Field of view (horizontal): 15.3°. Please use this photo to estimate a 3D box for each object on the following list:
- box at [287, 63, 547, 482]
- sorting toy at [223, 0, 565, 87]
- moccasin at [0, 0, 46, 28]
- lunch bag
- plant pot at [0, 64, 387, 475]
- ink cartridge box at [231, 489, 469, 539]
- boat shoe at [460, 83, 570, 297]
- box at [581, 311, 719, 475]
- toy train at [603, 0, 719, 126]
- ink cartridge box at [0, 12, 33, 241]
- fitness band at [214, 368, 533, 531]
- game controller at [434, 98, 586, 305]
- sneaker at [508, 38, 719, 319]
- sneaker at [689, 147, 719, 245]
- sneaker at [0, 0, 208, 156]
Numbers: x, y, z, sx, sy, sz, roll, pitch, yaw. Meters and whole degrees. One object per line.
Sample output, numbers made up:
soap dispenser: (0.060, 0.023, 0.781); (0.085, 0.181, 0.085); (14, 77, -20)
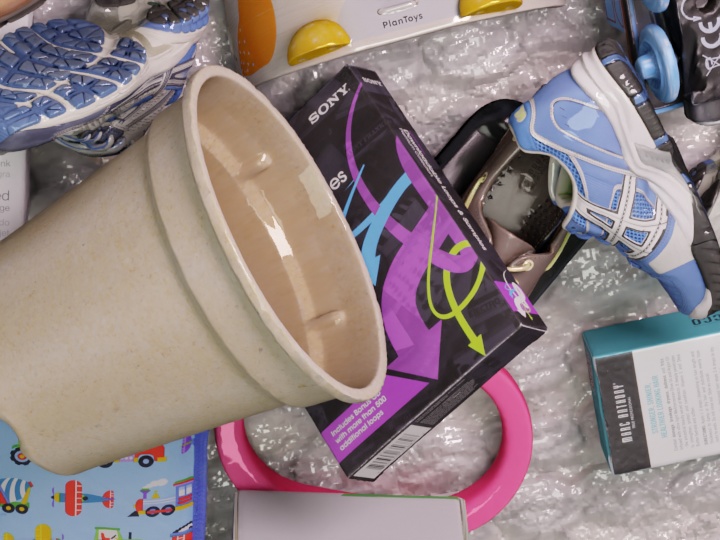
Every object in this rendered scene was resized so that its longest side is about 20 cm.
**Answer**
box: (0.000, 0.000, 1.556); (0.143, 0.036, 0.200); (-43, 63, 20)
sorting toy: (0.003, -0.216, 1.537); (0.199, 0.107, 0.181); (-15, 91, 1)
moccasin: (-0.242, -0.164, 1.453); (0.201, 0.074, 0.078); (-13, 117, 9)
lunch bag: (-0.171, 0.144, 1.641); (0.150, 0.094, 0.201); (2, 117, -5)
plant pot: (-0.113, 0.018, 1.471); (0.183, 0.201, 0.201); (-27, 110, 17)
ink cartridge box: (-0.011, 0.243, 1.673); (0.145, 0.084, 0.201); (1, 120, -3)
boat shoe: (0.085, -0.022, 1.564); (0.072, 0.060, 0.200); (32, 86, -3)
box: (0.243, 0.063, 1.664); (0.199, 0.049, 0.083); (-11, 110, 0)
toy train: (0.178, -0.184, 1.537); (0.086, 0.114, 0.201); (-16, 111, -11)
ink cartridge box: (-0.261, -0.121, 1.543); (0.145, 0.084, 0.201); (2, 109, -5)
fitness band: (0.008, 0.097, 1.666); (0.199, 0.037, 0.144); (10, 109, -6)
game controller: (0.060, -0.005, 1.613); (0.104, 0.042, 0.200); (41, 85, -2)
sneaker: (0.151, -0.044, 1.529); (0.077, 0.076, 0.200); (-27, 125, 9)
sneaker: (0.261, -0.072, 1.613); (0.085, 0.077, 0.200); (22, 115, -19)
sneaker: (-0.148, -0.096, 1.504); (0.077, 0.200, 0.085); (23, 122, 21)
